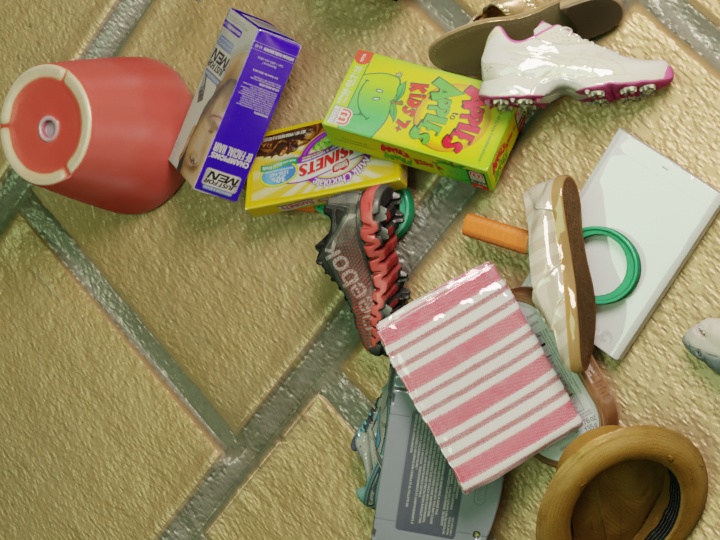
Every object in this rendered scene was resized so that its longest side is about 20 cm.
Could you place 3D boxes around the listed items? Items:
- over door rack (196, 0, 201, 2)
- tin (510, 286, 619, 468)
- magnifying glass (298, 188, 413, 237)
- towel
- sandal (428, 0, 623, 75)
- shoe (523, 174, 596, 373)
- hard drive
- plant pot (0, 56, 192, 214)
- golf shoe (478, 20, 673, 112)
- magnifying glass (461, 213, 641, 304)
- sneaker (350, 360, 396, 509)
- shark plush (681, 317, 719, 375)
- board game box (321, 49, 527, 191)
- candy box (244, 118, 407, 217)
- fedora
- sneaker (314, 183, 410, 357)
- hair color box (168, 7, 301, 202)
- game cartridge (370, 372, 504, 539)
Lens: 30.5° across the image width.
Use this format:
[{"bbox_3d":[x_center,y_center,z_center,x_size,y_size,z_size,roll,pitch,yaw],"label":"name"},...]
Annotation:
[{"bbox_3d":[-0.155,-0.424,1.563,0.147,0.066,0.201,-30,56,25],"label":"over door rack"},{"bbox_3d":[0.195,0.113,1.393,0.112,0.042,0.201,-34,80,31],"label":"tin"},{"bbox_3d":[-0.031,-0.078,1.527,0.199,0.022,0.080,8,94,28],"label":"magnifying glass"},{"bbox_3d":[0.121,0.109,1.365,0.146,0.030,0.201,-29,81,-1],"label":"towel"},{"bbox_3d":[0.175,-0.272,1.411,0.210,0.078,0.070,-14,52,20],"label":"sandal"},{"bbox_3d":[0.201,0.005,1.338,0.053,0.070,0.202,-9,79,27],"label":"shoe"},{"bbox_3d":[0.271,-0.027,1.373,0.132,0.026,0.201,37,106,23],"label":"hard drive"},{"bbox_3d":[-0.326,-0.169,1.604,0.199,0.177,0.202,1,92,27],"label":"plant pot"},{"bbox_3d":[0.219,-0.214,1.349,0.198,0.075,0.092,-2,84,3],"label":"golf shoe"},{"bbox_3d":[0.199,-0.021,1.386,0.199,0.022,0.080,19,99,25],"label":"magnifying glass"},{"bbox_3d":[0.028,0.177,1.477,0.086,0.077,0.202,5,93,31],"label":"sneaker"},{"bbox_3d":[0.411,0.117,1.299,0.200,0.091,0.083,42,130,0],"label":"shark plush"},{"bbox_3d":[0.070,-0.166,1.436,0.199,0.048,0.102,18,71,23],"label":"board game box"},{"bbox_3d":[-0.039,-0.126,1.510,0.198,0.026,0.103,-10,65,24],"label":"candy box"},{"bbox_3d":[0.254,0.222,1.333,0.201,0.200,0.082,-54,29,18],"label":"fedora"},{"bbox_3d":[0.000,0.000,1.472,0.097,0.071,0.202,4,113,23],"label":"sneaker"},{"bbox_3d":[-0.150,-0.195,1.549,0.109,0.064,0.201,44,115,57],"label":"hair color box"},{"bbox_3d":[0.087,0.215,1.412,0.132,0.042,0.202,8,102,0],"label":"game cartridge"}]
